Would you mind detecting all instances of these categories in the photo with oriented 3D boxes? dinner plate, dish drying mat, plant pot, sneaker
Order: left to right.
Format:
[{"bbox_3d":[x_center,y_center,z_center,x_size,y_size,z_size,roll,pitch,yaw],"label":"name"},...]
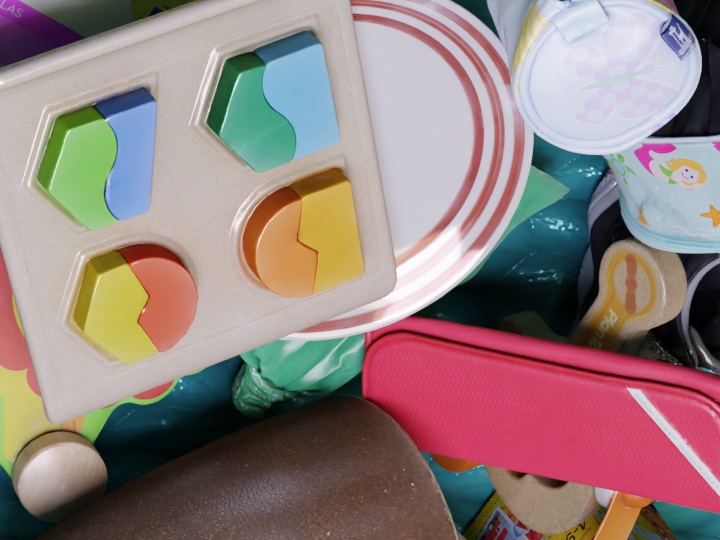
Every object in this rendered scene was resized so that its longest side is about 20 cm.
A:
[{"bbox_3d":[-0.079,0.170,1.296,0.200,0.187,0.187,-9,123,-32],"label":"plant pot"},{"bbox_3d":[-0.015,-0.054,1.249,0.200,0.024,0.200,-7,125,-10],"label":"dinner plate"},{"bbox_3d":[0.094,0.070,1.292,0.200,0.018,0.077,10,121,21],"label":"dish drying mat"},{"bbox_3d":[0.165,0.044,1.377,0.075,0.114,0.200,-11,121,-22],"label":"sneaker"}]

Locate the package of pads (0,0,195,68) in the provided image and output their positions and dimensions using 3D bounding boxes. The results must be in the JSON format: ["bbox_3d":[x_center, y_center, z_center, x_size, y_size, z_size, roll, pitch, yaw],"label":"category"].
[{"bbox_3d":[-0.137,-0.167,1.178,0.200,0.068,0.155,27,108,-31],"label":"package of pads"}]

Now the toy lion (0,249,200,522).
[{"bbox_3d":[-0.163,0.015,1.286,0.200,0.069,0.192,23,103,-28],"label":"toy lion"}]

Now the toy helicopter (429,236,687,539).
[{"bbox_3d":[0.119,0.064,1.331,0.079,0.132,0.200,-15,146,-35],"label":"toy helicopter"}]

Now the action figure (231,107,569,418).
[{"bbox_3d":[0.000,0.000,1.333,0.118,0.055,0.200,33,105,-33],"label":"action figure"}]

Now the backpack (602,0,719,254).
[{"bbox_3d":[0.202,-0.089,1.244,0.177,0.200,0.151,-2,127,33],"label":"backpack"}]

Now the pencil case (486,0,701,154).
[{"bbox_3d":[0.093,-0.139,1.197,0.083,0.200,0.091,-37,123,17],"label":"pencil case"}]

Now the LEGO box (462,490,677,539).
[{"bbox_3d":[0.096,0.215,1.436,0.077,0.149,0.200,26,108,-30],"label":"LEGO box"}]

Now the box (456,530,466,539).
[{"bbox_3d":[0.051,0.170,1.367,0.039,0.200,0.041,-56,150,14],"label":"box"}]

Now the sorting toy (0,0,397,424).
[{"bbox_3d":[-0.074,-0.031,1.190,0.185,0.036,0.200,-21,128,-17],"label":"sorting toy"}]
